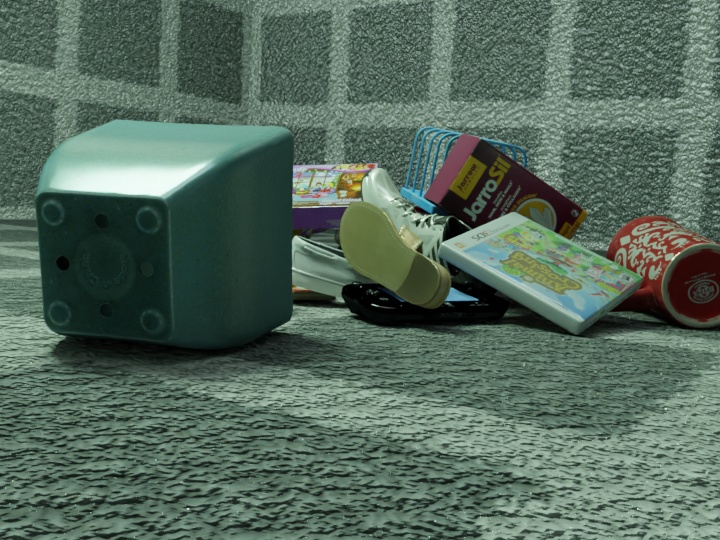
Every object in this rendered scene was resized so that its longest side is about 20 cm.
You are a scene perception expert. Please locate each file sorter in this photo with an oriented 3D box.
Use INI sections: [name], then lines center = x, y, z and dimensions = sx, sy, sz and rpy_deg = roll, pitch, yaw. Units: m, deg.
[file sorter]
center = 0.161, -0.152, 1.299
dimensions = 0.138, 0.124, 0.200
rpy_deg = 8, 12, -13

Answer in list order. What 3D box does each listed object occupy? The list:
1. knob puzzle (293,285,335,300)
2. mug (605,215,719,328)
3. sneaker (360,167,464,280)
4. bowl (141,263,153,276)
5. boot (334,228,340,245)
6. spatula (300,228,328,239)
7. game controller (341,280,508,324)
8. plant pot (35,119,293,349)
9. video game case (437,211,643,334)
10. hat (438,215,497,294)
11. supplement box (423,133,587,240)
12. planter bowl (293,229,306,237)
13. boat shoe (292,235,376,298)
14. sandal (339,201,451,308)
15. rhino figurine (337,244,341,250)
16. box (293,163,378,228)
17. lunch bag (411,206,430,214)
[knob puzzle]
center = -0.138, 0.010, 1.140
dimensions = 0.218, 0.031, 0.220
rpy_deg = 1, 9, 0
[mug]
center = 0.410, 0.020, 1.106
dimensions = 0.133, 0.178, 0.200
rpy_deg = 39, 7, -6
[sneaker]
center = 0.082, -0.070, 1.122
dimensions = 0.075, 0.202, 0.115
rpy_deg = -10, -18, -48
[bowl]
center = -0.209, 0.003, 0.981
dimensions = 0.199, 0.075, 0.199
rpy_deg = -2, 8, -38
[boot]
center = 0.065, -0.044, 1.249
dimensions = 0.199, 0.091, 0.073
rpy_deg = 27, -13, 10
[spatula]
center = -0.084, -0.040, 1.187
dimensions = 0.056, 0.021, 0.200
rpy_deg = -26, 10, 32
[game controller]
center = 0.079, 0.036, 0.981
dimensions = 0.199, 0.042, 0.104
rpy_deg = -1, 6, -30
[plant pot]
center = -0.179, -0.024, 0.732
dimensions = 0.194, 0.198, 0.200
rpy_deg = 4, 15, 11
[video game case]
center = 0.225, -0.005, 1.017
dimensions = 0.199, 0.022, 0.182
rpy_deg = 32, 34, 29
[hat]
center = 0.164, -0.005, 1.173
dimensions = 0.200, 0.081, 0.201
rpy_deg = 34, 4, -3
[supplement box]
center = 0.205, -0.094, 1.173
dimensions = 0.199, 0.111, 0.086
rpy_deg = 31, 5, -16
[planter bowl]
center = -0.152, -0.043, 1.285
dimensions = 0.199, 0.084, 0.200
rpy_deg = -5, -3, 0
[boat shoe]
center = 0.000, 0.000, 1.062
dimensions = 0.199, 0.069, 0.072
rpy_deg = 14, 11, -7
[sandal]
center = 0.051, -0.010, 0.977
dimensions = 0.069, 0.078, 0.212
rpy_deg = 22, 13, -39
[rhino figurine]
center = 0.060, -0.012, 1.330
dimensions = 0.198, 0.060, 0.088
rpy_deg = 4, -31, -3
[box]
center = -0.075, -0.112, 1.233
dimensions = 0.198, 0.039, 0.137
rpy_deg = -1, 33, 8
[lunch bag]
center = 0.093, -0.052, 1.388
dimensions = 0.198, 0.082, 0.176
rpy_deg = 8, -21, 11
